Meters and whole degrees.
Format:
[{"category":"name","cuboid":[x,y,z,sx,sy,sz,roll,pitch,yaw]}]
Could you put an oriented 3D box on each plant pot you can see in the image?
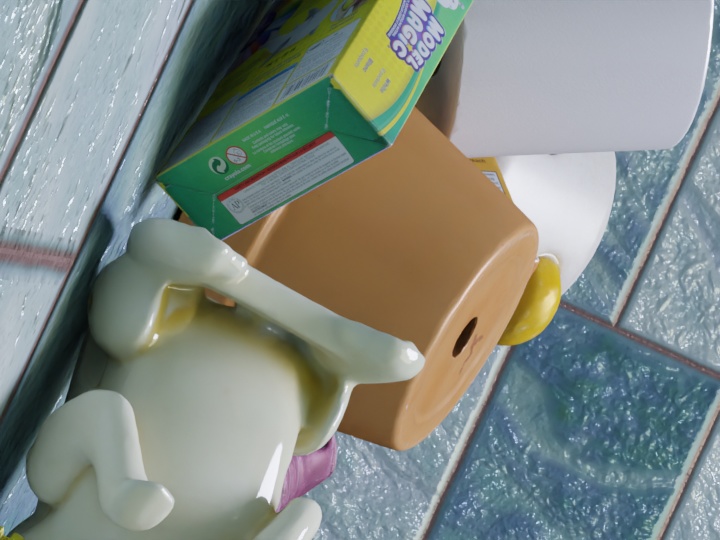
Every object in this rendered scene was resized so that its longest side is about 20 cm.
[{"category":"plant pot","cuboid":[0.000,0.000,1.344,0.200,0.140,0.200,-52,163,-23]}]

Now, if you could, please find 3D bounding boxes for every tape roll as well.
[{"category":"tape roll","cuboid":[0.102,-0.164,1.425,0.203,0.139,0.203,177,-90,-81]}]

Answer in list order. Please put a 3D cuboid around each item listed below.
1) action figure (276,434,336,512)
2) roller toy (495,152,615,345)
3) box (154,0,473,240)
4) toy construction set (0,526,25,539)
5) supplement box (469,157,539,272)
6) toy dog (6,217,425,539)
[{"category":"action figure","cuboid":[-0.060,0.126,1.605,0.200,0.149,0.134,-32,154,-48]},{"category":"roller toy","cuboid":[0.068,-0.059,1.660,0.140,0.200,0.183,24,88,-42]},{"category":"box","cuboid":[-0.009,-0.103,1.193,0.117,0.048,0.200,-27,-156,36]},{"category":"toy construction set","cuboid":[-0.126,0.095,0.492,0.200,0.131,0.092,-34,148,-83]},{"category":"supplement box","cuboid":[0.038,-0.062,1.528,0.067,0.069,0.200,-62,-141,44]},{"category":"toy dog","cuboid":[-0.099,0.093,1.111,0.194,0.139,0.200,4,-114,54]}]
